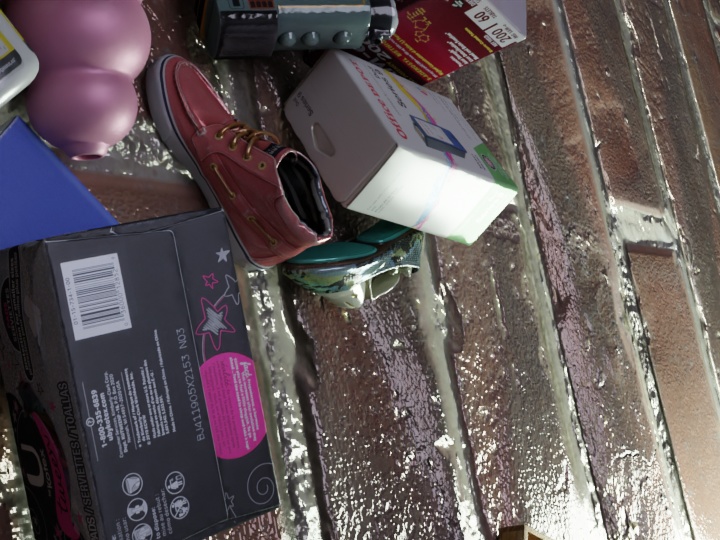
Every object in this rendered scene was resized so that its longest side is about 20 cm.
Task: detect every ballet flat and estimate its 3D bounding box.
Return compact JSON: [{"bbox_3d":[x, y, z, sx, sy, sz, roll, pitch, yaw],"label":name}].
[{"bbox_3d":[0.000,0.000,0.991,0.199,0.074,0.075,-21,91,-50],"label":"ballet flat"}]

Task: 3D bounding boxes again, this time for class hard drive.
[{"bbox_3d":[-0.210,0.006,0.747,0.200,0.025,0.132,50,41,-26],"label":"hard drive"}]

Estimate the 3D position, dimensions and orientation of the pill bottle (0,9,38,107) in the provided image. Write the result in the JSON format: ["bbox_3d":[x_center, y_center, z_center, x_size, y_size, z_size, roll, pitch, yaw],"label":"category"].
[{"bbox_3d":[-0.299,-0.171,0.640,0.200,0.112,0.112,54,40,-21],"label":"pill bottle"}]

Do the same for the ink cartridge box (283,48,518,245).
[{"bbox_3d":[0.040,-0.117,1.030,0.199,0.088,0.146,12,38,-47],"label":"ink cartridge box"}]

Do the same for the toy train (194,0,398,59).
[{"bbox_3d":[-0.061,-0.248,0.955,0.199,0.085,0.115,-5,64,-21],"label":"toy train"}]

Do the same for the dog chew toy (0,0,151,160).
[{"bbox_3d":[-0.207,-0.181,0.763,0.124,0.124,0.202,0,83,-52],"label":"dog chew toy"}]

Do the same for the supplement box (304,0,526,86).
[{"bbox_3d":[0.053,-0.242,1.047,0.109,0.199,0.061,30,54,-41],"label":"supplement box"}]

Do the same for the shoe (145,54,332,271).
[{"bbox_3d":[-0.098,-0.100,0.883,0.071,0.091,0.201,-39,106,-52],"label":"shoe"}]

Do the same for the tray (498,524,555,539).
[{"bbox_3d":[0.215,0.351,1.132,0.200,0.037,0.099,33,51,-38],"label":"tray"}]

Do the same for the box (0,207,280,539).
[{"bbox_3d":[-0.151,0.073,0.681,0.132,0.114,0.202,-13,94,-39],"label":"box"}]
